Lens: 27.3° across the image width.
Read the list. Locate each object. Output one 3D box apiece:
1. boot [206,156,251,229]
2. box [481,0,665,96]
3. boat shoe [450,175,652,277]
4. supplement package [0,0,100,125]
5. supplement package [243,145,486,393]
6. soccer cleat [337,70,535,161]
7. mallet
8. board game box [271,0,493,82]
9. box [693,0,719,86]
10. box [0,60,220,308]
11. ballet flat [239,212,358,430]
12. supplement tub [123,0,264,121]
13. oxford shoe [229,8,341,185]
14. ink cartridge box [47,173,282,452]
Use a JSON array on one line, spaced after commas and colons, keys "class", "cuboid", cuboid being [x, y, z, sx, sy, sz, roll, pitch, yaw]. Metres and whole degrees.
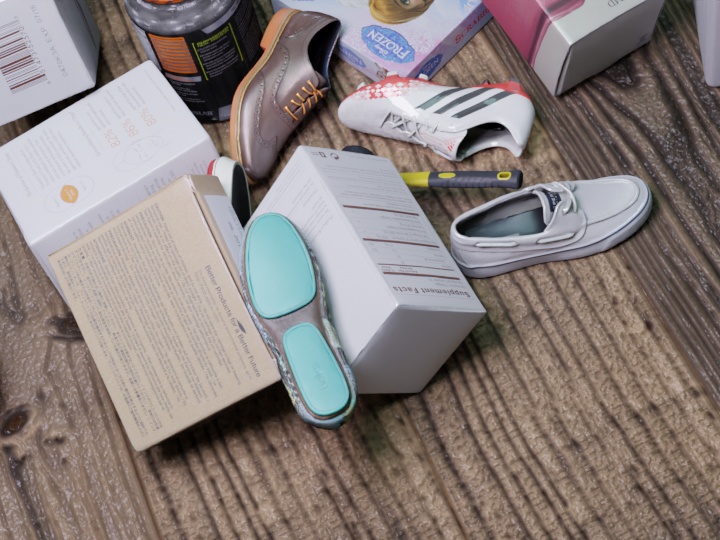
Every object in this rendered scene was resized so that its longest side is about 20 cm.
[{"class": "boot", "cuboid": [-0.181, -0.012, 1.415, 0.143, 0.072, 0.201, 5, 88, 17]}, {"class": "box", "cuboid": [0.196, -0.301, 1.493, 0.127, 0.109, 0.200, -31, 72, -12]}, {"class": "boat shoe", "cuboid": [0.180, -0.049, 1.399, 0.199, 0.065, 0.074, -21, 57, -2]}, {"class": "supplement package", "cuboid": [-0.346, -0.246, 1.532, 0.117, 0.117, 0.200, -23, 25, 2]}, {"class": "supplement package", "cuboid": [0.000, 0.000, 1.351, 0.117, 0.117, 0.201, -52, 52, 31]}, {"class": "soccer cleat", "cuboid": [0.074, -0.148, 1.481, 0.199, 0.069, 0.086, 1, 55, 7]}, {"class": "mallet", "cuboid": [0.058, -0.080, 1.438, 0.199, 0.041, 0.066, 8, 61, 29]}, {"class": "board game box", "cuboid": [0.041, -0.303, 1.594, 0.200, 0.041, 0.200, 35, 72, 27]}, {"class": "box", "cuboid": [0.422, -0.310, 1.429, 0.199, 0.199, 0.172, -4, 59, 9]}, {"class": "box", "cuboid": [-0.246, -0.086, 1.470, 0.199, 0.107, 0.152, -32, 49, -8]}, {"class": "ballet flat", "cuboid": [-0.056, 0.048, 1.277, 0.074, 0.074, 0.201, -17, 68, 0]}, {"class": "supplement tub", "cuboid": [-0.168, -0.255, 1.513, 0.122, 0.200, 0.123, -5, 58, 8]}, {"class": "oxford shoe", "cuboid": [-0.076, -0.179, 1.510, 0.073, 0.071, 0.201, 7, 71, 32]}, {"class": "ink cartridge box", "cuboid": [-0.165, 0.037, 1.339, 0.164, 0.075, 0.201, -27, 84, 17]}]
